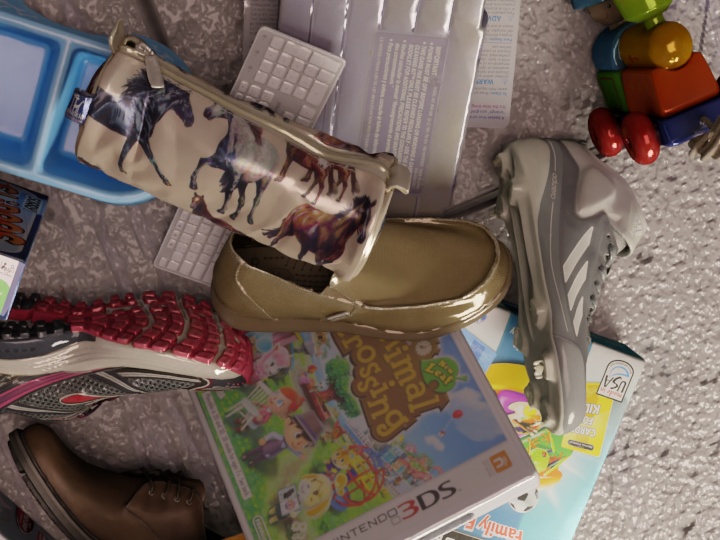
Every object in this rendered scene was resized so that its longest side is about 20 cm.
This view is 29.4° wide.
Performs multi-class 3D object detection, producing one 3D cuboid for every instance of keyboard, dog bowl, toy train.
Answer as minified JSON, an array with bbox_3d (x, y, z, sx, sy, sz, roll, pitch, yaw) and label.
[{"bbox_3d":[-0.073,-0.064,0.865,0.056,0.011,0.201,23,127,-10],"label":"keyboard"},{"bbox_3d":[-0.193,-0.105,0.863,0.197,0.050,0.113,16,99,-14],"label":"dog bowl"},{"bbox_3d":[0.191,-0.133,0.849,0.084,0.200,0.117,-23,101,-4],"label":"toy train"}]

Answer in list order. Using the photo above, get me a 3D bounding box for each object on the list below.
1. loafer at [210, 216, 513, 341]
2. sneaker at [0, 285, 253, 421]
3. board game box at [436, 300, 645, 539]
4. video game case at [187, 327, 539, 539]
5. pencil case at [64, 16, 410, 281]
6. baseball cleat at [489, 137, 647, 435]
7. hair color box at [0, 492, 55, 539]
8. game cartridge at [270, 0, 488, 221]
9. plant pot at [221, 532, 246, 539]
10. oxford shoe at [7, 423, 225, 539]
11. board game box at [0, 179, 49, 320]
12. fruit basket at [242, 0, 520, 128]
[{"bbox_3d":[0.000,0.000,0.870,0.196,0.077,0.068,-6,149,-1],"label":"loafer"},{"bbox_3d":[-0.167,0.059,0.892,0.196,0.081,0.076,2,115,3],"label":"sneaker"},{"bbox_3d":[0.093,0.127,0.966,0.149,0.047,0.203,19,98,-13],"label":"board game box"},{"bbox_3d":[-0.008,0.092,0.881,0.180,0.201,0.022,-26,146,-3],"label":"video game case"},{"bbox_3d":[-0.071,-0.067,0.803,0.198,0.078,0.090,24,142,0],"label":"pencil case"},{"bbox_3d":[0.146,0.004,0.905,0.105,0.070,0.203,-4,76,-13],"label":"baseball cleat"},{"bbox_3d":[-0.298,0.168,0.901,0.099,0.061,0.200,-44,106,2],"label":"hair color box"},{"bbox_3d":[0.006,-0.106,0.860,0.127,0.039,0.202,2,130,-9],"label":"game cartridge"},{"bbox_3d":[-0.045,0.300,0.874,0.197,0.184,0.202,-11,131,-13],"label":"plant pot"},{"bbox_3d":[-0.151,0.157,0.922,0.084,0.073,0.200,-46,118,0],"label":"oxford shoe"},{"bbox_3d":[-0.254,-0.033,0.791,0.134,0.200,0.035,20,99,-14],"label":"board game box"},{"bbox_3d":[0.016,-0.191,0.874,0.182,0.094,0.203,-1,118,-9],"label":"fruit basket"}]
